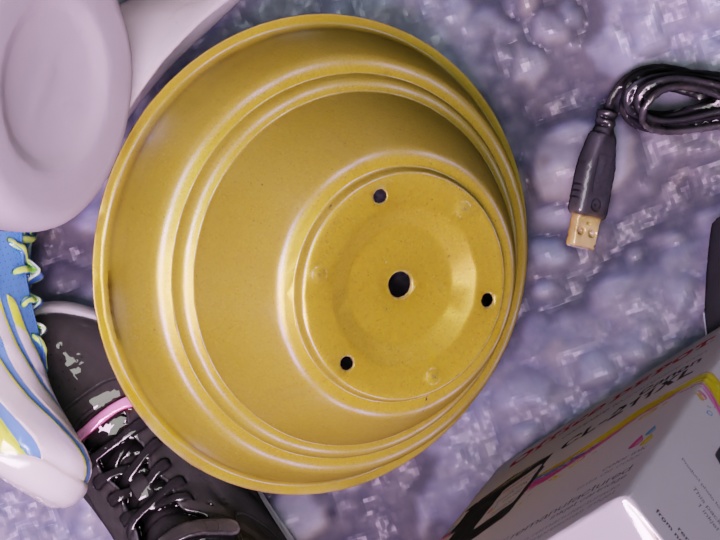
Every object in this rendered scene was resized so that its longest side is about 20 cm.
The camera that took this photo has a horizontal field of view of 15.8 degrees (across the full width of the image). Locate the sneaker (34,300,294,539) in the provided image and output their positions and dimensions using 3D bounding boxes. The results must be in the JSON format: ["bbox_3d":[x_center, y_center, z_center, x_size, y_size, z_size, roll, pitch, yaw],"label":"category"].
[{"bbox_3d":[-0.081,0.098,1.080,0.071,0.099,0.200,-37,93,6],"label":"sneaker"}]

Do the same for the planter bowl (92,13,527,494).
[{"bbox_3d":[0.000,0.000,1.037,0.199,0.083,0.202,-4,100,-26],"label":"planter bowl"}]

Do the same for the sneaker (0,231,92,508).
[{"bbox_3d":[-0.159,0.000,1.067,0.105,0.076,0.200,-43,77,-3],"label":"sneaker"}]

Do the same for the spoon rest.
[{"bbox_3d":[-0.076,-0.111,1.068,0.060,0.099,0.201,26,84,-6],"label":"spoon rest"}]

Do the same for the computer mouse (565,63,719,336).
[{"bbox_3d":[0.154,0.009,1.094,0.140,0.046,0.201,7,96,-2],"label":"computer mouse"}]

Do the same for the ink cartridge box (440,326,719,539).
[{"bbox_3d":[0.098,0.113,1.012,0.146,0.200,0.083,-35,93,28],"label":"ink cartridge box"}]

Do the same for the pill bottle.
[{"bbox_3d":[-0.198,-0.077,1.004,0.199,0.112,0.113,5,97,29],"label":"pill bottle"}]
